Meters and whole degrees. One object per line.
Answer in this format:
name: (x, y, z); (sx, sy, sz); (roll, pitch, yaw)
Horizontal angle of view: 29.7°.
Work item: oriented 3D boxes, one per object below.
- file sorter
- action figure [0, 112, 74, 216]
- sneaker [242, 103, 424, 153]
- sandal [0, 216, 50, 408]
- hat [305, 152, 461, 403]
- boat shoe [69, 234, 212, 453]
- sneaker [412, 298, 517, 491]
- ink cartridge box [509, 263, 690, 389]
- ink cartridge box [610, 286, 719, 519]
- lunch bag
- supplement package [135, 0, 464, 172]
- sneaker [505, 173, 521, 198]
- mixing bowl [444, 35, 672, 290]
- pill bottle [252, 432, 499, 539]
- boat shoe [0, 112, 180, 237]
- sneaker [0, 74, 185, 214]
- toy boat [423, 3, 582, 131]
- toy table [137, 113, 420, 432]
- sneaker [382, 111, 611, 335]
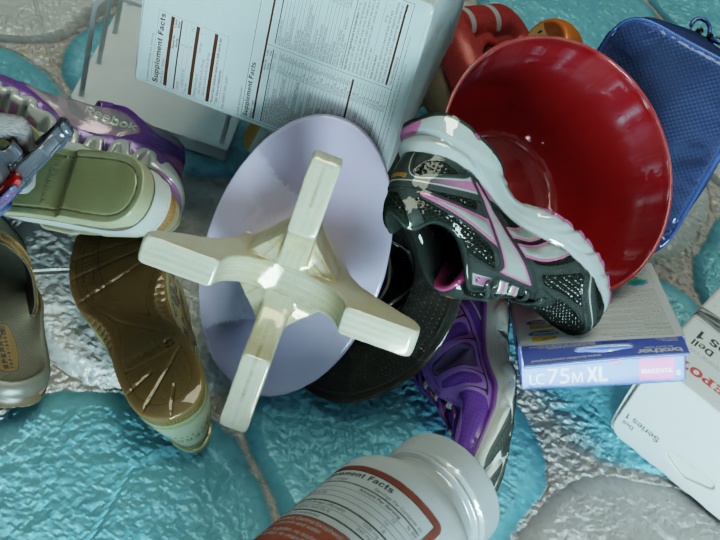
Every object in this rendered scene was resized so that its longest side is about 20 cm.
file sorter: (-0.145, -0.221, 1.159); (0.137, 0.125, 0.201); (18, 44, -4)
action figure: (-0.304, -0.062, 0.916); (0.200, 0.105, 0.193); (-49, 36, -13)
sneaker: (-0.005, -0.113, 1.161); (0.199, 0.076, 0.088); (-26, 75, -32)
sandal: (-0.262, 0.009, 0.944); (0.081, 0.055, 0.201); (-4, 45, -25)
hat: (0.000, 0.000, 1.015); (0.201, 0.201, 0.081); (47, 14, 24)
boat shoe: (-0.155, 0.041, 0.962); (0.073, 0.063, 0.201); (-21, 52, -4)
sneaker: (0.071, 0.088, 1.002); (0.082, 0.081, 0.201); (2, 37, 0)
ink cartridge box: (0.173, 0.044, 1.009); (0.118, 0.042, 0.200); (-4, 16, 5)
ink cartridge box: (0.312, 0.093, 1.066); (0.146, 0.085, 0.200); (38, 46, 16)
lunch bag: (0.245, -0.124, 1.159); (0.135, 0.201, 0.132); (32, 14, 7)
supplement package: (-0.031, -0.210, 0.987); (0.198, 0.148, 0.192); (21, 42, 4)
sneaker: (0.059, -0.074, 1.116); (0.199, 0.072, 0.084); (-20, 87, -35)
mixing bowl: (0.129, -0.068, 1.050); (0.198, 0.108, 0.203); (5, 77, -22)
pill bottle: (-0.003, 0.187, 0.838); (0.112, 0.113, 0.199); (40, 47, 18)
boat shoe: (-0.219, -0.060, 0.981); (0.199, 0.068, 0.075); (19, 81, 29)
sneaker: (-0.221, -0.103, 1.058); (0.199, 0.081, 0.089); (25, 37, -4)
toy boat: (0.132, -0.178, 1.176); (0.199, 0.130, 0.132); (-22, 92, -57)
toy table: (-0.049, 0.000, 0.899); (0.182, 0.202, 0.117); (8, 13, 0)
sneaker: (0.082, -0.010, 0.905); (0.200, 0.080, 0.087); (39, 65, -25)
